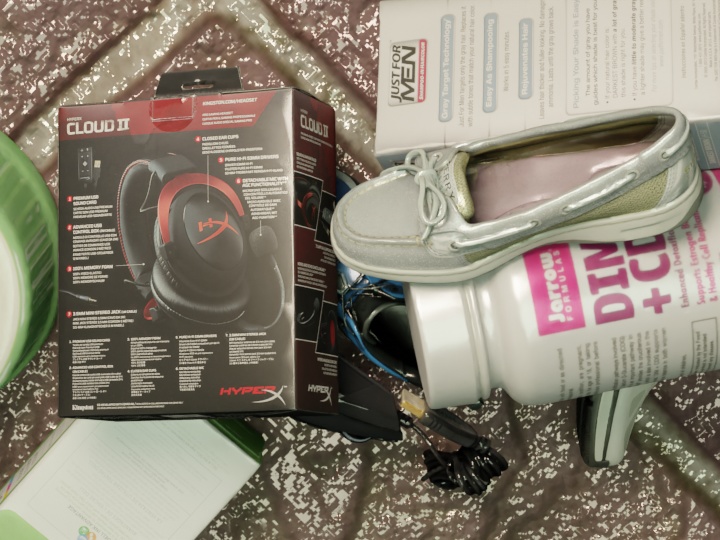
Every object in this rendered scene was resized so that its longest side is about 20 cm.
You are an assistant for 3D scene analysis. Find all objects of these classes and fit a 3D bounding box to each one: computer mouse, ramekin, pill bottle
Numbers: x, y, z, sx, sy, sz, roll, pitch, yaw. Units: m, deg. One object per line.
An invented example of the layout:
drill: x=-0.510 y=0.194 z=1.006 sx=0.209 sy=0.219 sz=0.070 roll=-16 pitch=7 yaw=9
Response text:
computer mouse: x=-0.007 y=0.080 z=1.292 sx=0.200 sy=0.140 sz=0.046 roll=37 pitch=77 yaw=-10
ramekin: x=-0.276 y=0.004 z=1.288 sx=0.199 sy=0.098 sz=0.201 roll=0 pitch=104 yaw=-1
pill bottle: x=0.126 y=0.012 z=1.224 sx=0.199 sy=0.113 sz=0.114 roll=-12 pitch=105 yaw=-2

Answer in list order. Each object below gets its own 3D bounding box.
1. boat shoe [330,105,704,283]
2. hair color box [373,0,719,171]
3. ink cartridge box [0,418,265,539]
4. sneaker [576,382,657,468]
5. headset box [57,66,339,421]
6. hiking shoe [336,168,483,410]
boat shoe: x=0.078 y=-0.045 z=1.160 sx=0.201 sy=0.075 sz=0.065 roll=-7 pitch=142 yaw=12
hair color box: x=0.111 y=-0.105 z=1.223 sx=0.199 sy=0.061 sz=0.100 roll=-5 pitch=65 yaw=15
ink cartridge box: x=-0.162 y=0.149 z=1.348 sx=0.104 sy=0.059 sz=0.200 roll=40 pitch=99 yaw=-9
sneaker: x=0.200 y=0.032 z=1.321 sx=0.115 sy=0.076 sz=0.202 roll=13 pitch=101 yaw=-3
headset box: x=-0.092 y=-0.016 z=1.249 sx=0.148 sy=0.075 sz=0.201 roll=-4 pitch=83 yaw=19
hiking shoe: x=0.000 y=0.000 z=1.301 sx=0.200 sy=0.087 sz=0.075 roll=36 pitch=101 yaw=-10
